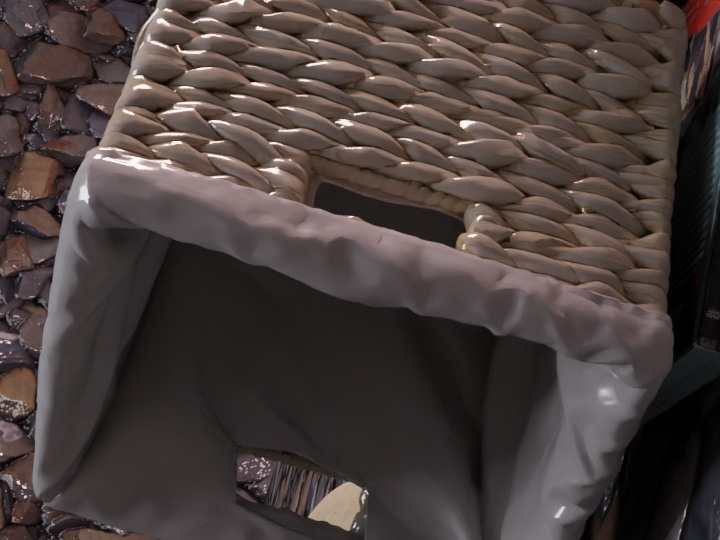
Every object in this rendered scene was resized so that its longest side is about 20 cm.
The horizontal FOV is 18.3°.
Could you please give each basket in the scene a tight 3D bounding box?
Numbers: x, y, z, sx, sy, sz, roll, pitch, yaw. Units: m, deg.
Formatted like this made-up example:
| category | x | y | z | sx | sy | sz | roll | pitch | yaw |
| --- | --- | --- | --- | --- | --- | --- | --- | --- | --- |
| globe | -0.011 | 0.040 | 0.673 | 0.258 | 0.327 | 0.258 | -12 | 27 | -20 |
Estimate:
| category | x | y | z | sx | sy | sz | roll | pitch | yaw |
| --- | --- | --- | --- | --- | --- | --- | --- | --- | --- |
| basket | 0.000 | 0.000 | 0.800 | 0.201 | 0.196 | 0.162 | 109 | 177 | -52 |

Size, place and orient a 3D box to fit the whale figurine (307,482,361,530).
| category | x | y | z | sx | sy | sz | roll | pitch | yaw |
| --- | --- | --- | --- | --- | --- | --- | --- | --- | --- |
| whale figurine | 0.040 | 0.146 | 0.974 | 0.200 | 0.103 | 0.160 | -37 | 31 | 43 |

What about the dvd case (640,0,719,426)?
| category | x | y | z | sx | sy | sz | roll | pitch | yaw |
| --- | --- | --- | --- | --- | --- | --- | --- | --- | --- |
| dvd case | 0.126 | -0.052 | 0.809 | 0.146 | 0.022 | 0.202 | 119 | 165 | -75 |

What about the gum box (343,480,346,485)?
| category | x | y | z | sx | sy | sz | roll | pitch | yaw |
| --- | --- | --- | --- | --- | --- | --- | --- | --- | --- |
| gum box | 0.046 | -0.012 | 1.116 | 0.201 | 0.044 | 0.171 | -70 | -5 | -47 |

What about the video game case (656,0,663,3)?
| category | x | y | z | sx | sy | sz | roll | pitch | yaw |
| --- | --- | --- | --- | --- | --- | --- | --- | --- | --- |
| video game case | 0.079 | -0.189 | 0.845 | 0.201 | 0.017 | 0.144 | 63 | -149 | -32 |
